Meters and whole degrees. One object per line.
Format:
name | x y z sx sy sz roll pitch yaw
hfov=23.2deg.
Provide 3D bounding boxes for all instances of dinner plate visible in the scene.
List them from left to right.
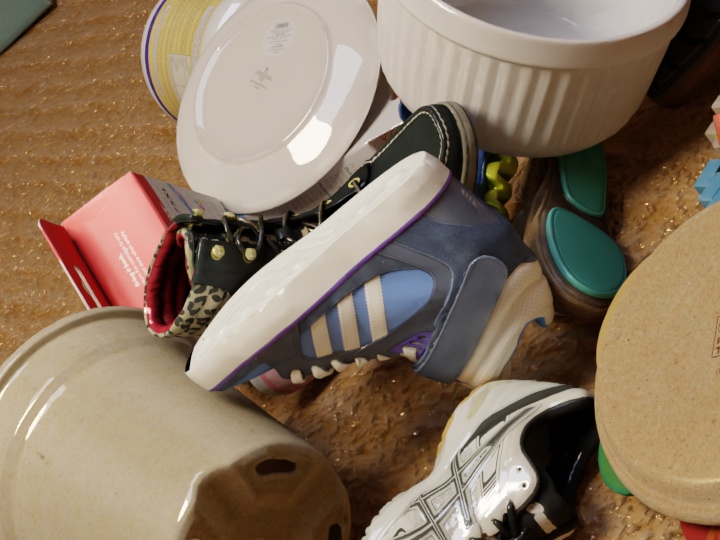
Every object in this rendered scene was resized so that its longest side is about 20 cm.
dinner plate | -0.070 -0.140 1.340 0.200 0.024 0.201 -17 59 31

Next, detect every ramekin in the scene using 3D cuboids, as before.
ramekin | 0.103 -0.162 1.119 0.201 0.199 0.105 -77 -1 -48

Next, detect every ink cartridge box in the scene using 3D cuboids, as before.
ink cartridge box | -0.133 0.002 1.228 0.067 0.116 0.200 -36 -13 11
ink cartridge box | -0.017 -0.083 1.354 0.200 0.068 0.115 -29 32 26

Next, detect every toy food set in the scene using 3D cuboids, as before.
toy food set | 0.198 0.043 0.880 0.200 0.049 0.199 -28 42 32

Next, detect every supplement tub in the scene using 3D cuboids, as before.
supplement tub | -0.090 -0.182 1.510 0.146 0.145 0.200 -49 28 -12

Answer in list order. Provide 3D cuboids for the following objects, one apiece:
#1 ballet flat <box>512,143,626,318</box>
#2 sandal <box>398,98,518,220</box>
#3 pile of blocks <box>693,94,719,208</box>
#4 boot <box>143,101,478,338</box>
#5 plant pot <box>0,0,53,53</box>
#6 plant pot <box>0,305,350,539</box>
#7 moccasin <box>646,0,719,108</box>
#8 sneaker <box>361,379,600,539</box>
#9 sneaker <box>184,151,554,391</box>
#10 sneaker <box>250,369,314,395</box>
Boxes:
ballet flat | 0.121 -0.017 1.094 0.072 0.068 0.200 -51 20 30
sandal | 0.054 -0.048 1.149 0.079 0.087 0.201 132 152 -61
pile of blocks | 0.219 -0.049 0.999 0.082 0.062 0.200 -36 28 13
boot | -0.031 -0.023 1.065 0.204 0.153 0.074 -56 45 37
plant pot | -0.555 -0.370 2.363 0.200 0.196 0.196 -48 26 11
plant pot | -0.112 0.141 1.058 0.183 0.201 0.201 20 66 48
moccasin | 0.257 -0.185 1.133 0.202 0.078 0.074 -54 39 20
sneaker | 0.065 0.135 0.928 0.088 0.076 0.200 -8 44 49
sneaker | 0.015 0.042 1.010 0.200 0.146 0.081 -40 15 14
sneaker | 0.000 0.000 1.205 0.105 0.075 0.200 -8 39 56
